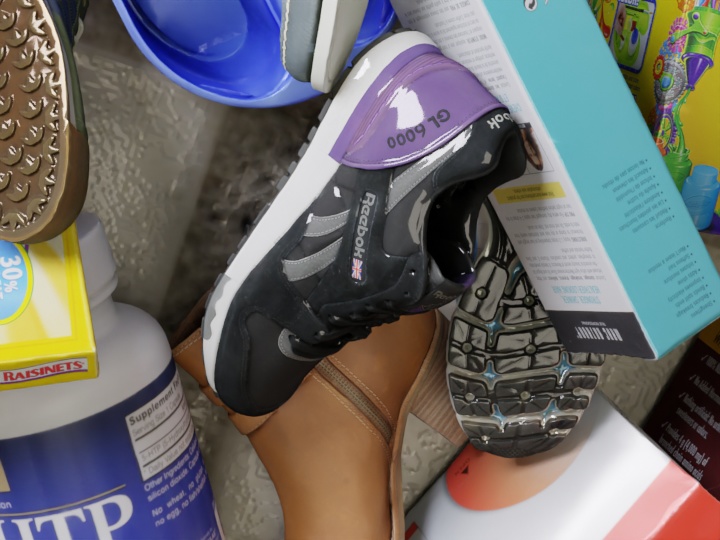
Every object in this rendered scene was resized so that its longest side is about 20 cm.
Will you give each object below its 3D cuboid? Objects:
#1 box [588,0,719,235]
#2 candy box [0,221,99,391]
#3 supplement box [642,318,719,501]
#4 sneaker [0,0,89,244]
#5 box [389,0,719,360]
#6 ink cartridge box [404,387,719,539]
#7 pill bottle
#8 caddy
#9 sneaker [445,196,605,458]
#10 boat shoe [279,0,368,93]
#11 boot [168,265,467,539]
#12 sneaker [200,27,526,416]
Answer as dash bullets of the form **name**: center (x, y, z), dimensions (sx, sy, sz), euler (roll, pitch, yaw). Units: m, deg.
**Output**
- **box**: center (0.224, -0.114, 0.869), dimensions (0.199, 0.122, 0.194), euler (8, 102, -15)
- **candy box**: center (-0.179, -0.032, 0.769), dimensions (0.102, 0.201, 0.026), euler (-7, 143, -14)
- **supplement box**: center (0.223, 0.157, 0.901), dimensions (0.132, 0.197, 0.201), euler (27, 98, -18)
- **sneaker**: center (-0.146, -0.107, 0.770), dimensions (0.067, 0.090, 0.201), euler (-20, 80, 19)
- **box**: center (0.086, -0.059, 0.775), dimensions (0.049, 0.082, 0.201), euler (-32, 101, -19)
- **ink cartridge box**: center (0.089, 0.141, 0.863), dimensions (0.050, 0.200, 0.162), euler (39, 93, -19)
- **pill bottle**: center (-0.140, 0.081, 0.835), dimensions (0.119, 0.120, 0.201), euler (-17, 108, -8)
- **caddy**: center (-0.061, -0.173, 0.792), dimensions (0.141, 0.105, 0.201), euler (-29, 110, -3)
- **sneaker**: center (0.084, -0.006, 0.877), dimensions (0.078, 0.090, 0.201), euler (3, 93, 3)
- **boat shoe**: center (-0.024, -0.178, 0.734), dimensions (0.061, 0.073, 0.201), euler (7, 101, 9)
- **boot**: center (-0.035, 0.085, 0.880), dimensions (0.155, 0.077, 0.200), euler (35, 90, -24)
- **sneaker**: center (0.000, 0.000, 0.769), dimensions (0.076, 0.088, 0.201), euler (-9, 135, -53)
